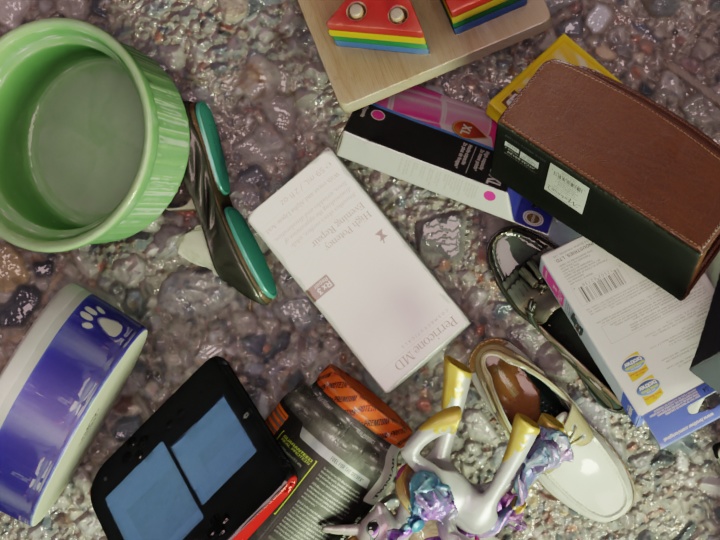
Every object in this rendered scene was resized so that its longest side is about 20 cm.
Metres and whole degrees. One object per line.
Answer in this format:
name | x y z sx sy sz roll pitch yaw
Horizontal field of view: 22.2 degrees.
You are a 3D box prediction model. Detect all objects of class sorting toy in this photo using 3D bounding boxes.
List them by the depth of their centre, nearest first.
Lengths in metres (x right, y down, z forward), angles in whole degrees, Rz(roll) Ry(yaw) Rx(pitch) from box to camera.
sorting toy | 0.037 -0.270 1.596 0.198 0.070 0.201 -22 71 2

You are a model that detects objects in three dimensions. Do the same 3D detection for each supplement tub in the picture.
supplement tub | -0.052 0.189 1.609 0.122 0.123 0.200 39 93 2

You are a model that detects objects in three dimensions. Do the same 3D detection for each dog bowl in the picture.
dog bowl | -0.265 0.116 1.583 0.079 0.200 0.201 29 92 0

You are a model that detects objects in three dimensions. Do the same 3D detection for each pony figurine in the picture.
pony figurine | 0.090 0.201 1.556 0.192 0.167 0.201 30 103 -13

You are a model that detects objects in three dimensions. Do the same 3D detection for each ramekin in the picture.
ramekin | -0.247 -0.115 1.608 0.199 0.098 0.201 -1 88 23

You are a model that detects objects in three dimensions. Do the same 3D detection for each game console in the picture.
game console | -0.150 0.185 1.591 0.177 0.200 0.031 -48 128 7

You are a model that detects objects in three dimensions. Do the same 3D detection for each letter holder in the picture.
letter holder | 0.231 -0.099 1.532 0.200 0.101 0.142 35 71 14

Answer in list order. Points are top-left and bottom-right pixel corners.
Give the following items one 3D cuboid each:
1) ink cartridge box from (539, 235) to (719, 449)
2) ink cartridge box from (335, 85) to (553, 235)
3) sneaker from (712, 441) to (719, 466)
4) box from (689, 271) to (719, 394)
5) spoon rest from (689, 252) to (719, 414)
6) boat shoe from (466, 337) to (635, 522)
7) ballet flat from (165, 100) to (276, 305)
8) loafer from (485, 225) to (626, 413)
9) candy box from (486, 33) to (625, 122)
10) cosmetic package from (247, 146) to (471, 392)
ink cartridge box | 0.252 0.048 1.572 0.119 0.042 0.201 -26 67 -9
ink cartridge box | 0.086 -0.105 1.617 0.199 0.095 0.037 22 135 1
sneaker | 0.348 0.187 1.620 0.087 0.076 0.201 17 88 19
box | 0.395 0.053 1.518 0.200 0.104 0.183 36 52 -15
spoon rest | 0.328 0.036 1.617 0.099 0.061 0.201 28 93 3
boat shoe | 0.166 0.145 1.623 0.075 0.068 0.200 -44 88 2
ballet flat | -0.137 -0.053 1.647 0.068 0.068 0.201 -23 79 13
loafer | 0.187 0.041 1.623 0.072 0.063 0.200 -40 88 3
candy box | 0.216 -0.111 1.605 0.200 0.026 0.102 43 70 15
cosmetic package | 0.000 0.000 1.631 0.102 0.074 0.200 -40 87 3
